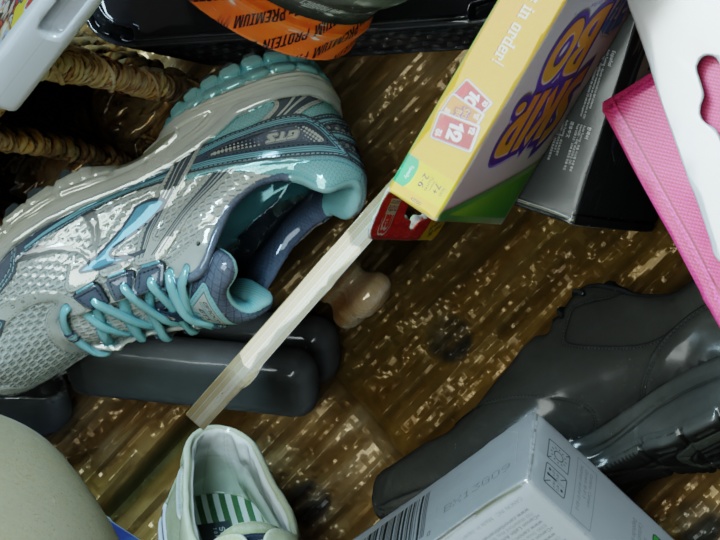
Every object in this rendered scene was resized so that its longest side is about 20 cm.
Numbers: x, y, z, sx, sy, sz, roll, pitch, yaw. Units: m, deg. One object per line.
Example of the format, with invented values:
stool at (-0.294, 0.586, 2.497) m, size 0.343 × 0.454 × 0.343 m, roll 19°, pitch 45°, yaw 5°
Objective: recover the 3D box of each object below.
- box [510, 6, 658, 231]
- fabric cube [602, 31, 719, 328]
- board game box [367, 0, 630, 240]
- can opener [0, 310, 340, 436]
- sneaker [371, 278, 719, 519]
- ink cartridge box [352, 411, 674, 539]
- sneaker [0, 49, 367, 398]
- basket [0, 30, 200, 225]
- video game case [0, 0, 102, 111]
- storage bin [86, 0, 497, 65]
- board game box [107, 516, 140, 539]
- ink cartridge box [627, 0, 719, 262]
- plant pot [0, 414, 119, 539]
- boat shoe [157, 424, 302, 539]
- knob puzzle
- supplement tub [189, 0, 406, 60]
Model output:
box at (0.111, -0.117, 1.121) m, size 0.044 × 0.160 × 0.200 m, roll 19°, pitch 94°, yaw 16°
fabric cube at (0.239, -0.022, 1.053) m, size 0.199 × 0.196 × 0.200 m, roll -31°, pitch 78°, yaw 17°
board game box at (0.071, -0.092, 0.999) m, size 0.030 × 0.096 × 0.200 m, roll 35°, pitch 100°, yaw 14°
can opener at (-0.105, 0.042, 1.262) m, size 0.200 × 0.053 × 0.066 m, roll 1°, pitch 124°, yaw 22°
sneaker at (0.093, 0.055, 1.178) m, size 0.200 × 0.076 × 0.091 m, roll -22°, pitch 63°, yaw 20°
ink cartridge box at (0.097, 0.159, 1.152) m, size 0.109 × 0.050 × 0.200 m, roll -38°, pitch 111°, yaw 27°
sneaker at (-0.084, -0.006, 1.184) m, size 0.200 × 0.078 × 0.086 m, roll -39°, pitch 54°, yaw 8°
basket at (-0.171, -0.045, 1.201) m, size 0.149 × 0.200 × 0.143 m, roll 24°, pitch 96°, yaw 18°
video game case at (-0.080, -0.182, 1.065) m, size 0.182 × 0.023 × 0.200 m, roll -45°, pitch 28°, yaw 43°
storage bin at (-0.012, -0.162, 1.204) m, size 0.200 × 0.094 × 0.135 m, roll -2°, pitch 88°, yaw 21°
board game box at (-0.134, 0.215, 1.258) m, size 0.200 × 0.043 × 0.199 m, roll 31°, pitch 100°, yaw 14°
ink cartridge box at (0.186, -0.084, 0.936) m, size 0.200 × 0.067 × 0.116 m, roll -21°, pitch 81°, yaw 18°
plant pot at (-0.174, 0.134, 1.165) m, size 0.200 × 0.200 × 0.135 m, roll -11°, pitch 51°, yaw 20°
boat shoe at (-0.049, 0.133, 1.161) m, size 0.072 × 0.200 × 0.062 m, roll -7°, pitch 118°, yaw -16°
knob puzzle at (0.000, 0.000, 1.117) m, size 0.030 × 0.220 × 0.220 m, roll 42°, pitch 103°, yaw -1°
supplement tub at (0.005, -0.186, 1.071) m, size 0.123 × 0.123 × 0.200 m, roll 43°, pitch 118°, yaw 16°
